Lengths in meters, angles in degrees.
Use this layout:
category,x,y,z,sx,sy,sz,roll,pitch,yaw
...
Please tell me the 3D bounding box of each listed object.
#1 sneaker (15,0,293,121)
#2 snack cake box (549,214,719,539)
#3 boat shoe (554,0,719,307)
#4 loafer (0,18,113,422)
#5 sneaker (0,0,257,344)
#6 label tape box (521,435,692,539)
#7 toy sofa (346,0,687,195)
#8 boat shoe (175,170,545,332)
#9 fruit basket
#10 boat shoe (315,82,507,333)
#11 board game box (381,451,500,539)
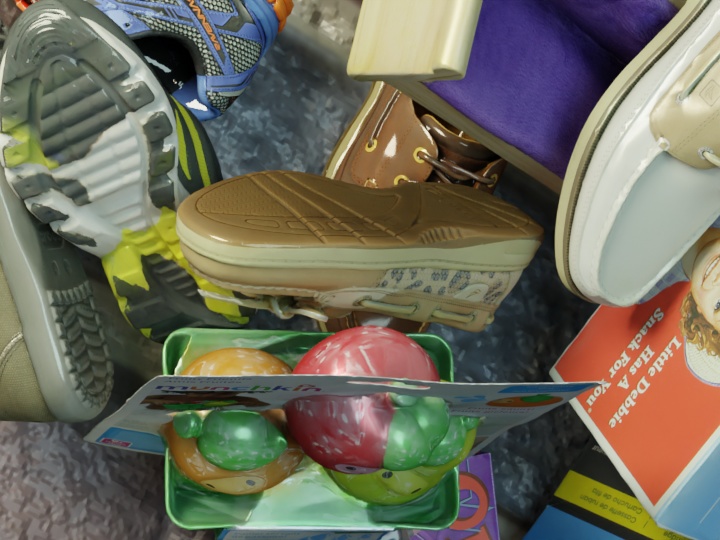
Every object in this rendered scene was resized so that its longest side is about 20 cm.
category,x,y,z,sx,sy,sz,roll,pitch,yaw
sneaker,-0.121,-0.129,1.169,0.199,0.075,0.079,23,70,-22
snack cake box,0.186,0.013,1.196,0.067,0.115,0.200,23,112,-39
boat shoe,0.155,-0.067,1.157,0.075,0.068,0.201,22,101,-44
loafer,-0.167,-0.026,1.146,0.069,0.075,0.201,-18,80,16
sneaker,-0.105,-0.051,1.146,0.074,0.085,0.200,-18,138,6
label tape box,0.181,0.100,1.270,0.200,0.144,0.063,-54,132,-13
toy sofa,0.094,-0.087,1.188,0.200,0.097,0.083,30,70,-46
boat shoe,0.000,0.000,1.152,0.199,0.073,0.063,2,117,-43
fruit basket,-0.013,0.069,1.132,0.184,0.200,0.094,2,83,-15
boat shoe,0.031,-0.051,1.248,0.072,0.067,0.201,22,80,-24
board game box,0.015,0.192,1.256,0.119,0.032,0.201,-8,92,-27
